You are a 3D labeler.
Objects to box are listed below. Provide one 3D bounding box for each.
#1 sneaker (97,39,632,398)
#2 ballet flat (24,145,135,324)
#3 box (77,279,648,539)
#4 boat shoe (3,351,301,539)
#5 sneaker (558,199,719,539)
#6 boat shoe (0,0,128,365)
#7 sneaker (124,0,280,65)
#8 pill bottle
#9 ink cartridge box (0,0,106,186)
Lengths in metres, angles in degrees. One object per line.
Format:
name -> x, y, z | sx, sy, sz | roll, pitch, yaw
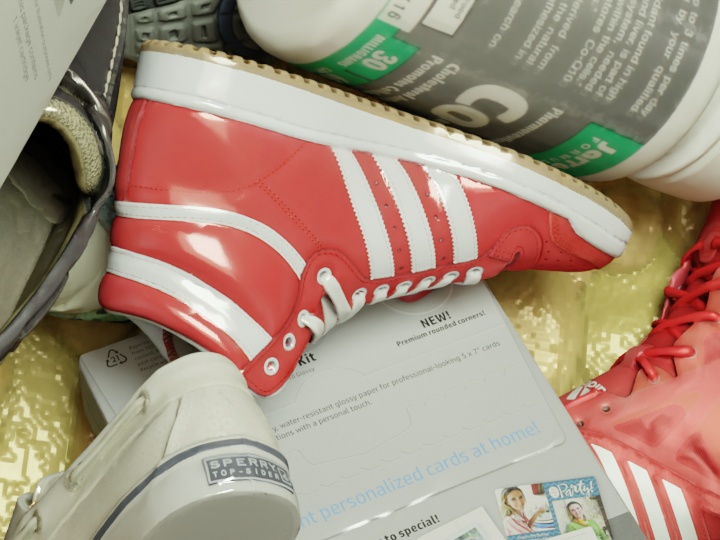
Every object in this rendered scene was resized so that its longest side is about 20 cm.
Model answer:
sneaker -> 0.000, 0.000, 0.764 | 0.199, 0.071, 0.113 | 16, 87, -26
ballet flat -> -0.139, -0.027, 0.764 | 0.200, 0.074, 0.074 | 35, 69, -16
box -> 0.009, 0.090, 0.764 | 0.155, 0.041, 0.200 | -20, 58, -18
boat shoe -> -0.089, 0.101, 0.714 | 0.071, 0.200, 0.070 | 9, 46, -32
sneaker -> 0.124, 0.027, 0.831 | 0.115, 0.078, 0.201 | 5, 73, -14
boat shoe -> -0.109, -0.038, 0.704 | 0.072, 0.065, 0.200 | 36, 52, -25
sneaker -> -0.025, -0.142, 0.852 | 0.200, 0.075, 0.087 | -27, 68, -23
pill bottle -> 0.064, -0.099, 0.786 | 0.199, 0.113, 0.114 | 19, 70, -32
ink cartridge box -> -0.146, -0.130, 0.674 | 0.145, 0.084, 0.200 | 17, 59, 11
